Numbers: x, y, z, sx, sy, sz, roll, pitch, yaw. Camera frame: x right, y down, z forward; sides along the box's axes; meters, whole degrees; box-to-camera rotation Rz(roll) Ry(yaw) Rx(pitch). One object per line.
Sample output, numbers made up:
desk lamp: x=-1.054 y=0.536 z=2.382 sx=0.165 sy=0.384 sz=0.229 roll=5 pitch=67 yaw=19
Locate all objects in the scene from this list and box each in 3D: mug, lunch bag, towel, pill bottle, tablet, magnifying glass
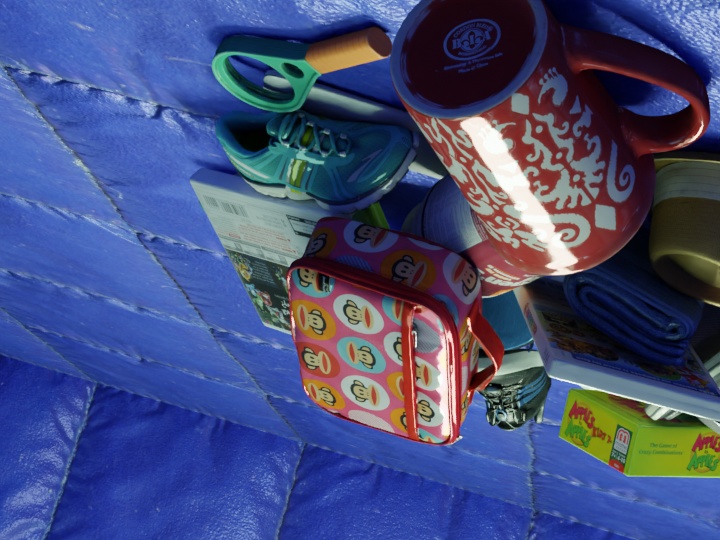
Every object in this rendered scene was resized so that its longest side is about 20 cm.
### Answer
mug: x=0.123 y=-0.114 z=1.069 sx=0.134 sy=0.177 sz=0.200 roll=52 pitch=-175 yaw=37
lunch bag: x=0.033 y=0.055 z=1.316 sx=0.175 sy=0.082 sz=0.201 roll=17 pitch=142 yaw=19
towel: x=0.225 y=0.015 z=1.299 sx=0.111 sy=0.049 sz=0.200 roll=31 pitch=-158 yaw=8
pill bottle: x=0.111 y=-0.039 z=1.294 sx=0.109 sy=0.111 sz=0.200 roll=21 pitch=161 yaw=-16
tablet: x=0.013 y=-0.116 z=1.351 sx=0.198 sy=0.014 sz=0.130 roll=18 pitch=166 yaw=1
magnifying glass: x=-0.046 y=-0.158 z=1.227 sx=0.079 sy=0.023 sz=0.199 roll=38 pitch=154 yaw=-29

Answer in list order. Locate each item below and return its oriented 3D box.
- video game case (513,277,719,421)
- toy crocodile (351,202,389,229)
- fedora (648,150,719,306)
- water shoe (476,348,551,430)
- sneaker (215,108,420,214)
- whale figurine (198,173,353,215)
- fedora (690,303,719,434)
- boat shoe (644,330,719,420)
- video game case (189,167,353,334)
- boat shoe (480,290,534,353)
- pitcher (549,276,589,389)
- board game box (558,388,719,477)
video game case: x=0.202 y=0.057 z=1.279 sx=0.142 sy=0.018 sz=0.200 roll=15 pitch=-163 yaw=-8
toy crocodile: x=0.000 y=0.000 z=1.452 sx=0.061 sy=0.068 sz=0.200 roll=-16 pitch=157 yaw=-12
fedora: x=0.283 y=-0.022 z=1.230 sx=0.199 sy=0.083 sz=0.201 roll=17 pitch=167 yaw=4
water shoe: x=0.149 y=0.116 z=1.550 sx=0.071 sy=0.080 sz=0.200 roll=1 pitch=176 yaw=23
sneaker: x=-0.040 y=-0.098 z=1.314 sx=0.199 sy=0.078 sz=0.080 roll=4 pitch=149 yaw=39
whale figurine: x=-0.080 y=-0.039 z=1.572 sx=0.199 sy=0.105 sz=0.159 roll=6 pitch=162 yaw=43
fedora: x=0.362 y=0.071 z=1.419 sx=0.198 sy=0.178 sz=0.090 roll=9 pitch=138 yaw=-29
boat shoe: x=0.316 y=0.076 z=1.307 sx=0.200 sy=0.075 sz=0.062 roll=-37 pitch=97 yaw=32
video game case: x=-0.053 y=-0.002 z=1.437 sx=0.199 sy=0.023 sz=0.183 roll=16 pitch=140 yaw=45
boat shoe: x=0.123 y=0.031 z=1.462 sx=0.068 sy=0.085 sz=0.199 roll=-7 pitch=-175 yaw=-30
pitcher: x=0.240 y=0.076 z=1.519 sx=0.172 sy=0.121 sz=0.200 roll=56 pitch=176 yaw=14
board game box: x=0.290 y=0.147 z=1.441 sx=0.198 sy=0.048 sz=0.101 roll=6 pitch=-168 yaw=-32
